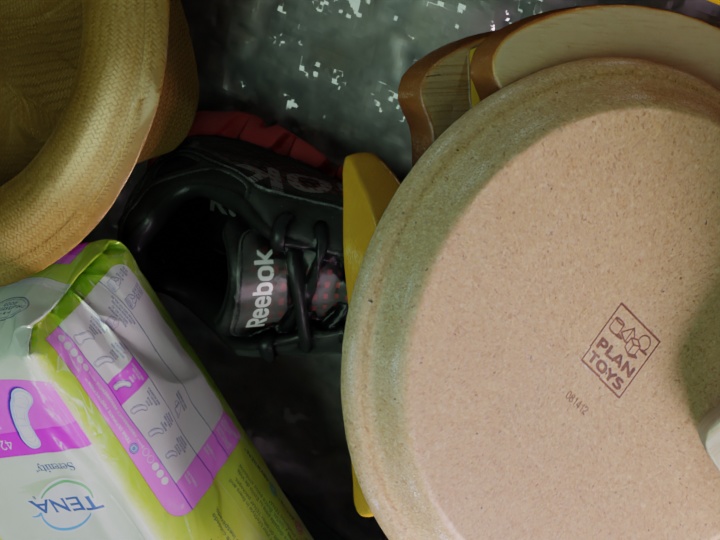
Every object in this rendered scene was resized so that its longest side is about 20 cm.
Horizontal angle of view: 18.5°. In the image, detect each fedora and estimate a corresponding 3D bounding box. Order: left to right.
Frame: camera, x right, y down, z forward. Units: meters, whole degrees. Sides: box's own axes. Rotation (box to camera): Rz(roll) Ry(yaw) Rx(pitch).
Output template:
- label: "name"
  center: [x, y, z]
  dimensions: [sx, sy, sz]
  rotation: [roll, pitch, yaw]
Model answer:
- label: "fedora"
  center: [-0.119, -0.085, 0.804]
  dimensions: [0.200, 0.082, 0.201]
  rotation: [-6, 81, 41]

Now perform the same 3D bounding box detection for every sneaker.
- label: "sneaker"
  center: [0.000, 0.000, 0.795]
  dimensions: [0.200, 0.098, 0.071]
  rotation: [16, 118, 17]

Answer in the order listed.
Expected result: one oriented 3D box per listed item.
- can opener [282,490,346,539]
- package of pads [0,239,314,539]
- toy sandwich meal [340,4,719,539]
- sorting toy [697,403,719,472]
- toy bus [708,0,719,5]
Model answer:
- label: "can opener"
  center: [-0.002, 0.138, 0.881]
  dimensions: [0.200, 0.079, 0.063]
  rotation: [44, 150, 11]
- label: "package of pads"
  center: [-0.105, 0.087, 0.831]
  dimensions: [0.154, 0.068, 0.200]
  rotation: [-8, 122, 40]
- label: "toy sandwich meal"
  center: [0.065, 0.013, 0.726]
  dimensions: [0.070, 0.205, 0.205]
  rotation: [21, 129, 58]
- label: "sorting toy"
  center: [0.244, 0.076, 0.679]
  dimensions: [0.200, 0.070, 0.199]
  rotation: [-36, 95, 8]
- label: "toy bus"
  center: [0.137, -0.114, 0.683]
  dimensions: [0.200, 0.078, 0.065]
  rotation: [23, 121, 15]
